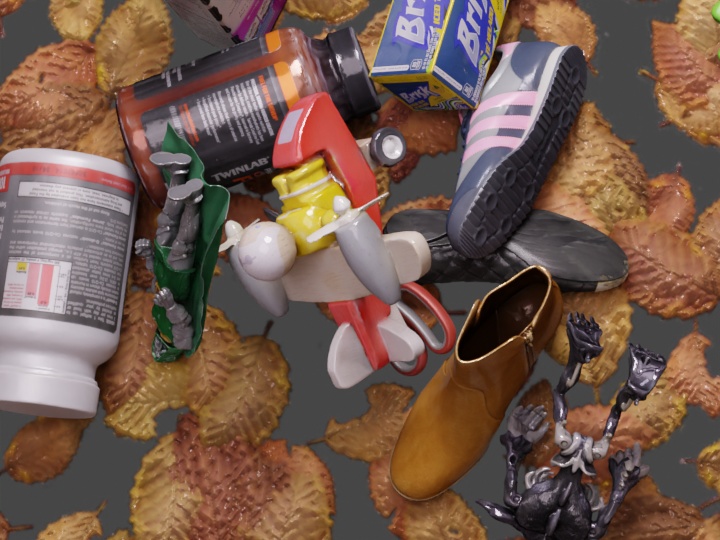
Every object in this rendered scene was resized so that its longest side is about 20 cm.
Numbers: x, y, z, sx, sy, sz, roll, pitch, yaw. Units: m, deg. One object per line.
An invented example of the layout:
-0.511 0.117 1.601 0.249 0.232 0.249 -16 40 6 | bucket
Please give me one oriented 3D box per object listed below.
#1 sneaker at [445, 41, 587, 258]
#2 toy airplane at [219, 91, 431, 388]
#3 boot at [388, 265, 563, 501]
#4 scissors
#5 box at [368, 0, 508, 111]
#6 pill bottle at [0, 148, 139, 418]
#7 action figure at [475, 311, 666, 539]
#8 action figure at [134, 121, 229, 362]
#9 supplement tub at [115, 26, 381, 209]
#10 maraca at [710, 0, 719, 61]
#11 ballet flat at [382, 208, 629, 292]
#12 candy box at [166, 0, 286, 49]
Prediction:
0.104 -0.096 1.727 0.082 0.070 0.200 14 60 34 | sneaker
-0.029 -0.007 1.671 0.141 0.201 0.199 -8 46 -33 | toy airplane
0.080 0.083 1.667 0.071 0.144 0.201 38 88 15 | boot
0.000 0.000 1.748 0.200 0.014 0.073 50 131 17 | scissors
0.076 -0.229 1.742 0.070 0.064 0.201 1 68 43 | box
-0.244 0.012 1.753 0.115 0.116 0.201 5 80 11 | pill bottle
0.164 0.139 1.668 0.118 0.102 0.201 22 110 5 | action figure
-0.143 -0.001 1.713 0.054 0.201 0.118 -10 45 -19 | action figure
-0.087 -0.128 1.756 0.199 0.107 0.107 -19 76 4 | supplement tub
0.361 -0.221 1.695 0.137 0.107 0.200 41 88 23 | maraca
0.113 -0.013 1.738 0.199 0.057 0.067 7 53 6 | ballet flat
-0.100 -0.260 1.737 0.061 0.200 0.137 24 84 13 | candy box
